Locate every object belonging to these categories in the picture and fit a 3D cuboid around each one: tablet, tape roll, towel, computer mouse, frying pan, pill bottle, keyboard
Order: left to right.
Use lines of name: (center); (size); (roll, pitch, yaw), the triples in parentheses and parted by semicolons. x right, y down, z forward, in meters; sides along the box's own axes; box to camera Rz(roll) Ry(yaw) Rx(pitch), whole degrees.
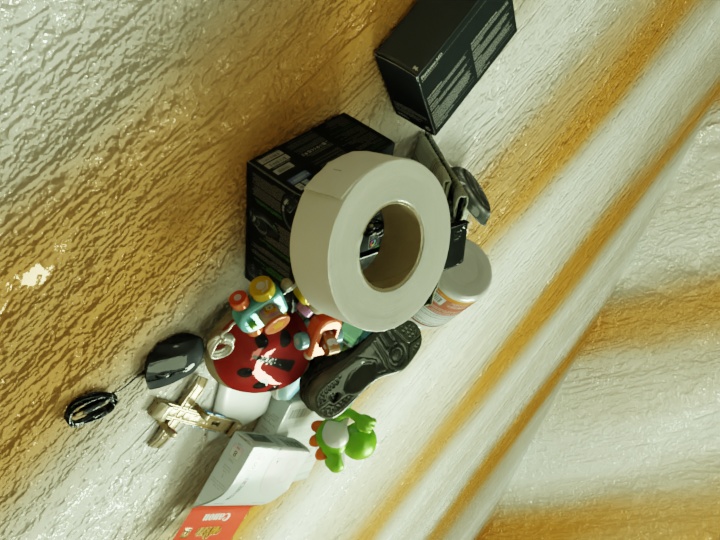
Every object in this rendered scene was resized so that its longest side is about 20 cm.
computer mouse: (-0.261, 0.134, 1.002); (0.199, 0.034, 0.059); (-33, 146, -40)
tablet: (-0.158, 0.152, 1.224); (0.130, 0.014, 0.202); (-21, 136, -51)
tape roll: (0.014, -0.035, 0.976); (0.201, 0.070, 0.205); (-16, 114, -39)
keyboard: (0.056, -0.031, 1.100); (0.198, 0.021, 0.128); (-19, 134, -22)
towel: (0.092, -0.079, 1.239); (0.034, 0.201, 0.194); (6, 122, -19)
pill bottle: (0.129, 0.031, 1.415); (0.112, 0.112, 0.200); (-40, 177, -31)
frying pan: (0.162, -0.149, 1.381); (0.031, 0.116, 0.190); (-31, 128, 20)

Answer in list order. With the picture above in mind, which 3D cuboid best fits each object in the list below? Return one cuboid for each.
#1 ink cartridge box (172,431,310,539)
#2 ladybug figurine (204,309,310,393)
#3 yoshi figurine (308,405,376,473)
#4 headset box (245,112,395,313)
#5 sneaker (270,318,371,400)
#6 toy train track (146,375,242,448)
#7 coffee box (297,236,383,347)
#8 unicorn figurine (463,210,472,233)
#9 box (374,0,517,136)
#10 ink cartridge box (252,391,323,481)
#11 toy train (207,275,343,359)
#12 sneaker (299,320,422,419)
ink cartridge box: (-0.179, 0.343, 1.276); (0.202, 0.057, 0.162); (-63, 150, 1)
ladybug figurine: (-0.129, 0.109, 1.131); (0.199, 0.072, 0.137); (17, 102, -59)
yoshi figurine: (-0.018, 0.224, 1.360); (0.112, 0.111, 0.203); (-11, 103, -68)
headset box: (-0.055, -0.069, 1.067); (0.174, 0.092, 0.201); (-34, 146, -38)
sneaker: (-0.040, 0.132, 1.265); (0.201, 0.130, 0.080); (-56, 162, -8)
toy train track: (-0.216, 0.209, 1.148); (0.115, 0.032, 0.200); (-54, 151, 0)
coffee box: (0.000, 0.000, 1.200); (0.044, 0.123, 0.201); (38, 83, -34)
unicorn figurine: (0.144, -0.087, 1.435); (0.200, 0.073, 0.139); (-48, 157, -55)
box: (0.119, -0.306, 1.123); (0.201, 0.079, 0.141); (-52, 157, -10)
ink cartridge box: (-0.114, 0.278, 1.408); (0.199, 0.043, 0.175); (8, 112, -62)
toy train: (-0.081, 0.071, 1.027); (0.198, 0.056, 0.151); (-4, 129, -42)
sneaker: (-0.008, 0.130, 1.202); (0.199, 0.114, 0.077); (-37, 111, -20)
